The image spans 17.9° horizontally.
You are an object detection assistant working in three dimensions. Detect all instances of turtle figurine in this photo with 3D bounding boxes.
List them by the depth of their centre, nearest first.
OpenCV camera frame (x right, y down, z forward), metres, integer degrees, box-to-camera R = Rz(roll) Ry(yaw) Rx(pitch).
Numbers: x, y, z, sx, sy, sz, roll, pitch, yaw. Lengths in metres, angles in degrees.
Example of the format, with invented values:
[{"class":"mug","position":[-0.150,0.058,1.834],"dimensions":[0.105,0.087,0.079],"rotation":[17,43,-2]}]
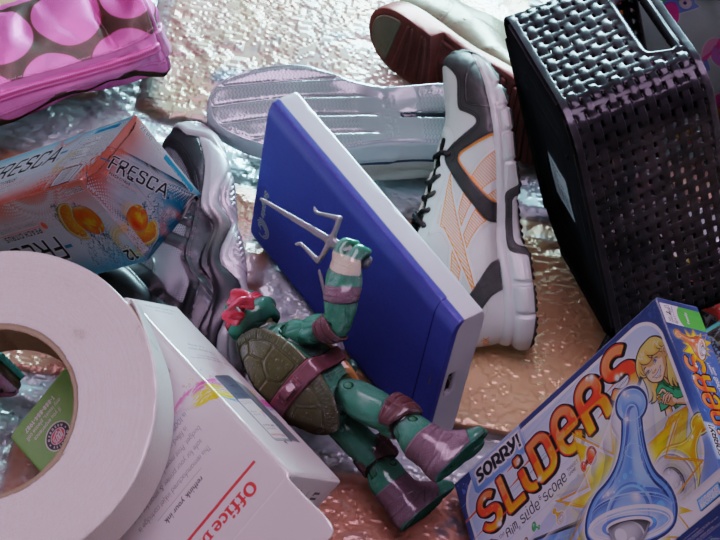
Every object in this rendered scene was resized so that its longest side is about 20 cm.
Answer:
[{"class":"turtle figurine","position":[-0.017,0.060,1.387],"dimensions":[0.101,0.150,0.200],"rotation":[-38,76,-19]}]

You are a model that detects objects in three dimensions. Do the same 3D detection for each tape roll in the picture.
[{"class":"tape roll","position":[-0.206,0.085,1.307],"dimensions":[0.202,0.037,0.203],"rotation":[-5,66,11]}]

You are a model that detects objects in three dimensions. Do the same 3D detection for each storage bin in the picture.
[{"class":"storage bin","position":[0.167,-0.071,1.450],"dimensions":[0.094,0.200,0.135],"rotation":[-20,41,-4]}]

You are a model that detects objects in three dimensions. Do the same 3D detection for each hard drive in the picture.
[{"class":"hard drive","position":[0.000,0.000,1.438],"dimensions":[0.025,0.132,0.200],"rotation":[-25,59,-26]}]

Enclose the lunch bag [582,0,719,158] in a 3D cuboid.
[{"class":"lunch bag","position":[0.253,-0.159,1.565],"dimensions":[0.200,0.170,0.122],"rotation":[15,51,9]}]

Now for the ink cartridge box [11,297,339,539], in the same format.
[{"class":"ink cartridge box","position":[-0.097,0.124,1.339],"dimensions":[0.200,0.067,0.117],"rotation":[45,102,25]}]

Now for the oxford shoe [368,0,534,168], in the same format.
[{"class":"oxford shoe","position":[0.102,-0.140,1.600],"dimensions":[0.200,0.071,0.075],"rotation":[39,53,20]}]

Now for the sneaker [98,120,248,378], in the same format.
[{"class":"sneaker","position":[-0.136,-0.013,1.468],"dimensions":[0.114,0.076,0.200],"rotation":[-3,55,-12]}]

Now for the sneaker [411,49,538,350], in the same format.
[{"class":"sneaker","position":[0.066,-0.045,1.482],"dimensions":[0.080,0.074,0.200],"rotation":[-6,82,0]}]

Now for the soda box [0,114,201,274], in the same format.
[{"class":"soda box","position":[-0.191,-0.034,1.408],"dimensions":[0.068,0.200,0.064],"rotation":[52,53,-22]}]

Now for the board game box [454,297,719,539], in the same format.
[{"class":"board game box","position":[0.140,0.128,1.320],"dimensions":[0.034,0.200,0.136],"rotation":[14,45,-34]}]

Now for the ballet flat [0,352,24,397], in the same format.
[{"class":"ballet flat","position":[-0.289,0.029,1.433],"dimensions":[0.071,0.069,0.200],"rotation":[-40,60,-10]}]

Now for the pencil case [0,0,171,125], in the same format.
[{"class":"pencil case","position":[-0.226,-0.140,1.551],"dimensions":[0.200,0.091,0.094],"rotation":[-22,23,-20]}]

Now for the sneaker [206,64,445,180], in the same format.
[{"class":"sneaker","position":[-0.008,-0.090,1.545],"dimensions":[0.200,0.071,0.073],"rotation":[5,62,-11]}]

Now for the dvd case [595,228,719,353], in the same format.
[{"class":"dvd case","position":[0.227,0.069,1.482],"dimensions":[0.146,0.022,0.200],"rotation":[24,53,12]}]

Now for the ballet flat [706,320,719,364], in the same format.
[{"class":"ballet flat","position":[0.209,0.073,1.426],"dimensions":[0.200,0.074,0.074],"rotation":[-26,60,-19]}]
